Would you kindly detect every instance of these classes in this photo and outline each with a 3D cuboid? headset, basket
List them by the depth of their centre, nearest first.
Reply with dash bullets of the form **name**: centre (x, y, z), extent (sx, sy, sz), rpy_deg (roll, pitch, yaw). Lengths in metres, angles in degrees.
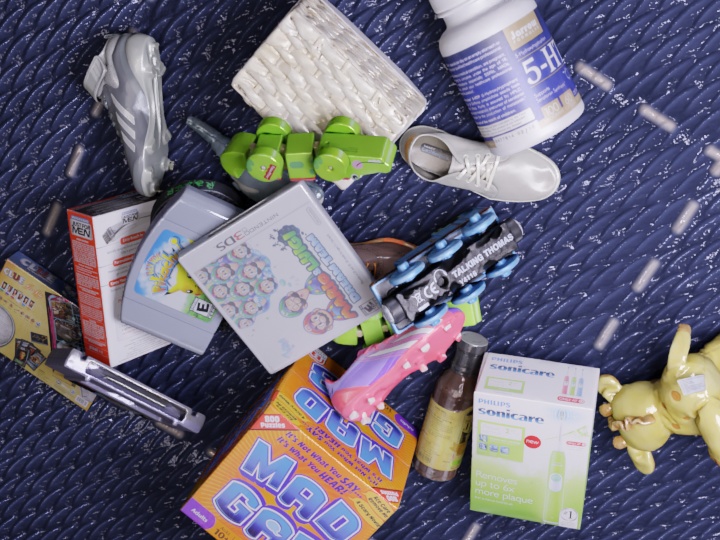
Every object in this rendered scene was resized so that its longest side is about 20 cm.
- **basket**: centre (-0.039, -0.208, 1.269), extent (0.200, 0.123, 0.136), rpy_deg (43, 112, -6)
- **headset**: centre (-0.195, -0.020, 1.375), extent (0.122, 0.094, 0.201), rpy_deg (-11, 132, -1)

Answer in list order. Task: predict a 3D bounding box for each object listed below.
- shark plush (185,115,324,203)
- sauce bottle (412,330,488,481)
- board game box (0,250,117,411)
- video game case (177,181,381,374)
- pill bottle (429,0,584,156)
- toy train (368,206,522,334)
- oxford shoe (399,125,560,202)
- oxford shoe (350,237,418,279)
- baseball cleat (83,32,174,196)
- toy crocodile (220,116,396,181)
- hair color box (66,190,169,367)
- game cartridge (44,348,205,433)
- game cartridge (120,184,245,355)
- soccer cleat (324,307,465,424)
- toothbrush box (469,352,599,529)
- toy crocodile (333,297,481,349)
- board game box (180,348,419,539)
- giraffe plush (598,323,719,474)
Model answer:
- **shark plush**: centre (-0.124, -0.136, 1.337), extent (0.091, 0.083, 0.200), rpy_deg (-39, 77, -17)
- **sauce bottle**: centre (0.120, 0.176, 1.408), extent (0.064, 0.065, 0.202), rpy_deg (16, 113, 5)
- **board game box**: centre (-0.424, 0.085, 1.500), extent (0.199, 0.035, 0.136), rpy_deg (35, 112, -2)
- **video game case**: centre (-0.091, 0.012, 1.318), extent (0.181, 0.024, 0.200), rpy_deg (-30, 116, 13)
- **pill bottle**: centre (0.158, -0.243, 1.219), extent (0.119, 0.120, 0.201), rpy_deg (-25, 104, 18)
- **toy train**: centre (0.100, -0.001, 1.288), extent (0.199, 0.114, 0.087), rpy_deg (-34, 101, -13)
- **oxford shoe**: centre (0.141, -0.123, 1.301), extent (0.198, 0.058, 0.076), rpy_deg (16, 110, 3)
- **oxford shoe**: centre (0.000, 0.000, 1.363), extent (0.198, 0.073, 0.072), rpy_deg (4, 111, 10)
- **baseball cleat**: centre (-0.291, -0.195, 1.363), extent (0.105, 0.070, 0.202), rpy_deg (6, 101, 16)
- **toy crocodile**: centre (-0.060, -0.126, 1.200), extent (0.198, 0.068, 0.062), rpy_deg (1, 138, 10)
- **hair color box**: centre (-0.306, 0.009, 1.402), extent (0.064, 0.110, 0.202), rpy_deg (16, 116, 39)
- **game cartridge**: centre (-0.313, 0.160, 1.434), extent (0.199, 0.039, 0.129), rpy_deg (31, 159, -22)
- **game cartridge**: centre (-0.214, 0.000, 1.338), extent (0.133, 0.041, 0.201), rpy_deg (25, 111, -13)
- **soccer cleat**: centre (0.041, 0.104, 1.341), extent (0.200, 0.067, 0.077), rpy_deg (-43, 57, 7)
- **toothbrush box**: centre (0.216, 0.214, 1.364), extent (0.144, 0.086, 0.201), rpy_deg (8, 123, 13)
- **toy crocodile**: centre (0.056, 0.062, 1.388), extent (0.198, 0.062, 0.068), rpy_deg (-13, 108, 11)
- **board game box**: centre (-0.072, 0.256, 1.403), extent (0.199, 0.200, 0.200), rpy_deg (39, 112, -4)
- **giraffe plush**: centre (0.381, 0.168, 1.313), extent (0.199, 0.174, 0.162), rpy_deg (15, 148, -34)
